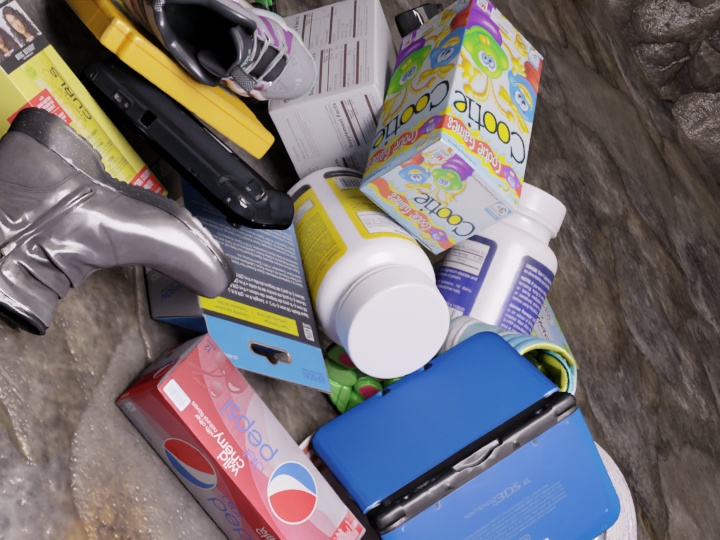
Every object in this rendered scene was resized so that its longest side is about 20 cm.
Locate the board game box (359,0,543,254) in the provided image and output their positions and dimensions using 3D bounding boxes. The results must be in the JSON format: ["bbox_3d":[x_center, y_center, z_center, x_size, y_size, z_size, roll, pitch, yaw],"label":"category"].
[{"bbox_3d":[0.087,-0.136,1.035,0.104,0.102,0.202,38,47,-26],"label":"board game box"}]

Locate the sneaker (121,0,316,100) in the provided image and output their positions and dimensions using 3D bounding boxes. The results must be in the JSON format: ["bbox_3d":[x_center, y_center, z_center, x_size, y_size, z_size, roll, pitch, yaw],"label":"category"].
[{"bbox_3d":[-0.098,-0.172,0.919,0.198,0.078,0.140,23,18,-37],"label":"sneaker"}]

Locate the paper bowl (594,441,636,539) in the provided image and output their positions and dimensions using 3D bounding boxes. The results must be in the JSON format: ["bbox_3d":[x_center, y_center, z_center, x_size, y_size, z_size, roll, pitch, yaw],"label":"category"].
[{"bbox_3d":[0.139,0.231,1.031,0.104,0.199,0.203,23,45,-47],"label":"paper bowl"}]

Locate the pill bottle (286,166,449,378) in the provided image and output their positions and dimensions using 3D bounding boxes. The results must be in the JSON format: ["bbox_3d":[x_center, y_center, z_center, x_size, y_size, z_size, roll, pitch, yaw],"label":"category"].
[{"bbox_3d":[0.000,0.000,1.038,0.114,0.114,0.201,38,13,-36],"label":"pill bottle"}]

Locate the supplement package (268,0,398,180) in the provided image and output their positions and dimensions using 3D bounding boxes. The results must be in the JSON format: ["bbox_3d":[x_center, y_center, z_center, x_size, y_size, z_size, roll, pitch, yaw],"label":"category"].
[{"bbox_3d":[-0.006,-0.146,1.169,0.157,0.109,0.201,-89,162,-44],"label":"supplement package"}]

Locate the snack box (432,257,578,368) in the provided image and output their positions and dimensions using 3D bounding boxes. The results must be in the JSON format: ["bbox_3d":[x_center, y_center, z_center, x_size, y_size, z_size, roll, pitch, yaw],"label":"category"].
[{"bbox_3d":[0.174,0.061,1.393,0.199,0.067,0.171,1,63,-61],"label":"snack box"}]

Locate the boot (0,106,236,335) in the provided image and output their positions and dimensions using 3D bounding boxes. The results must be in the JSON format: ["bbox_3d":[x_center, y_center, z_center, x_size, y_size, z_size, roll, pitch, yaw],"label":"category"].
[{"bbox_3d":[-0.194,-0.005,0.801,0.199,0.070,0.133,35,60,-14],"label":"boot"}]

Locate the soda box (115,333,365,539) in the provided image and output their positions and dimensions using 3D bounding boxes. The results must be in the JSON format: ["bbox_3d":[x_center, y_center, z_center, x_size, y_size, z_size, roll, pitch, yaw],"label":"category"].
[{"bbox_3d":[-0.088,0.148,0.854,0.201,0.070,0.063,53,50,-13],"label":"soda box"}]

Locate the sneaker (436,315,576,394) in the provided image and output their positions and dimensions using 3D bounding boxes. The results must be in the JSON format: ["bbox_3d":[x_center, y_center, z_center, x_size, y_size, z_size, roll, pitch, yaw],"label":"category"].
[{"bbox_3d":[0.177,0.112,1.120,0.198,0.130,0.081,23,86,-41],"label":"sneaker"}]

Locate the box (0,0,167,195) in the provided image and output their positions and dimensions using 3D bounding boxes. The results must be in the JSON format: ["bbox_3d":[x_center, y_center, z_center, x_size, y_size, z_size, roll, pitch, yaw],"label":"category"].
[{"bbox_3d":[-0.237,-0.111,0.877,0.201,0.050,0.076,54,28,-15],"label":"box"}]

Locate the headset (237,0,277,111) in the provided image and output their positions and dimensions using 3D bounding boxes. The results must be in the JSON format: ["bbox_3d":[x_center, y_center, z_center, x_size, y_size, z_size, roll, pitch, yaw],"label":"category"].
[{"bbox_3d":[-0.123,-0.252,1.154,0.123,0.093,0.204,22,63,-50],"label":"headset"}]

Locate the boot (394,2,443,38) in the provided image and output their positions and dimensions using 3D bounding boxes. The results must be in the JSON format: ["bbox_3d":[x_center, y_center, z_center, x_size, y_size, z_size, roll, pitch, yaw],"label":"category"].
[{"bbox_3d":[0.083,-0.174,1.180,0.165,0.064,0.204,-72,152,-81],"label":"boot"}]

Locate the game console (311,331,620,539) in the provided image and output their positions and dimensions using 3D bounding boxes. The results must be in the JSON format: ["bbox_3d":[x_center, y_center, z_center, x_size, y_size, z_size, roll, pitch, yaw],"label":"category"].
[{"bbox_3d":[0.088,0.172,0.958,0.173,0.198,0.118,64,-16,-9],"label":"game console"}]

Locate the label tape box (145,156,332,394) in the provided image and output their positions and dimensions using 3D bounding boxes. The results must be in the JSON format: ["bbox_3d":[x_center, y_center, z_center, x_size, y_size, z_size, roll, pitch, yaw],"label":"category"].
[{"bbox_3d":[-0.109,0.013,0.962,0.143,0.063,0.203,22,46,-48],"label":"label tape box"}]

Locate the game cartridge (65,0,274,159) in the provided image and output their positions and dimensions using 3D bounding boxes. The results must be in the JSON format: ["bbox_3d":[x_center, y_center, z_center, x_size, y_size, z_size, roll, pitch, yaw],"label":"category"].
[{"bbox_3d":[-0.173,-0.188,0.981,0.176,0.033,0.200,35,7,-41],"label":"game cartridge"}]

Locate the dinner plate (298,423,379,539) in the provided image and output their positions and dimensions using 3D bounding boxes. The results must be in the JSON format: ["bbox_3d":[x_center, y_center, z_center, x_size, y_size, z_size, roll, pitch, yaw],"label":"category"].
[{"bbox_3d":[0.020,0.217,0.957,0.197,0.024,0.203,12,51,-15],"label":"dinner plate"}]

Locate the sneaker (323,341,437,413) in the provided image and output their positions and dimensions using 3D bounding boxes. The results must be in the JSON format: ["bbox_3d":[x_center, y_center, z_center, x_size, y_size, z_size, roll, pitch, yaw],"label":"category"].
[{"bbox_3d":[0.023,0.102,1.115,0.199,0.077,0.084,23,23,-50],"label":"sneaker"}]

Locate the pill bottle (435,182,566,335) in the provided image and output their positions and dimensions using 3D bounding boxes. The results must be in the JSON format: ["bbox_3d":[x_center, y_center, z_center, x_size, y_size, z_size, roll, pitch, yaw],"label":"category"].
[{"bbox_3d":[0.144,0.010,1.231,0.119,0.119,0.203,30,82,-43],"label":"pill bottle"}]

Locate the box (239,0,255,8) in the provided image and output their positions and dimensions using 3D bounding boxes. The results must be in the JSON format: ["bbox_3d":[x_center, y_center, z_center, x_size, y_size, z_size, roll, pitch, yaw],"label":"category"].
[{"bbox_3d":[-0.166,-0.256,1.044,0.199,0.069,0.082,40,8,-11],"label":"box"}]

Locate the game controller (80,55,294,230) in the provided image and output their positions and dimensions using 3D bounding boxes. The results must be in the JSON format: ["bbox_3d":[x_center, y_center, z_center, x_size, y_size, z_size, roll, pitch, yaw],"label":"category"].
[{"bbox_3d":[-0.136,-0.100,0.916,0.200,0.042,0.104,42,6,17],"label":"game controller"}]
